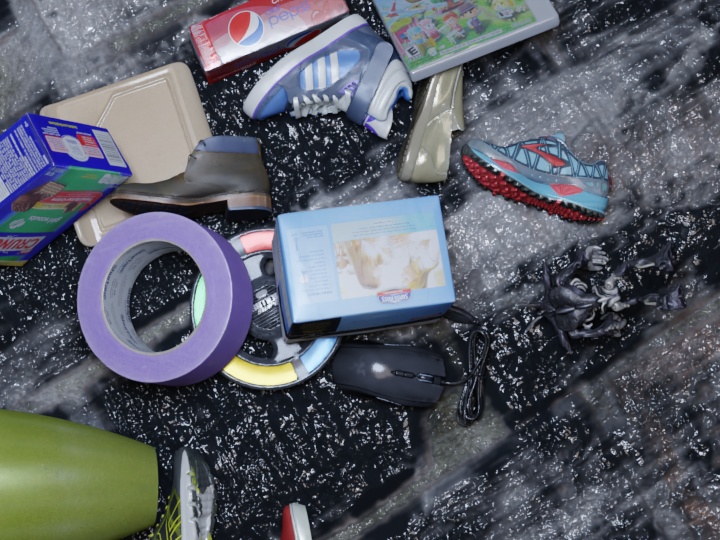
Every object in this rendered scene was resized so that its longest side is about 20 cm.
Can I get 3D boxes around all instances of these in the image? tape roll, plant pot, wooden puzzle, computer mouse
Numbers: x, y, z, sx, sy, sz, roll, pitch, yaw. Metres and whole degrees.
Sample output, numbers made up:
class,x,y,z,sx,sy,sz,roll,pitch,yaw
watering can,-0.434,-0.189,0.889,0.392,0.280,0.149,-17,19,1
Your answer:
class,x,y,z,sx,sy,sz,roll,pitch,yaw
tape roll,-0.234,0.036,1.630,0.197,0.085,0.204,-2,82,14
plant pot,-0.342,0.256,1.594,0.197,0.187,0.191,1,84,-17
wooden puzzle,-0.282,-0.145,1.698,0.197,0.037,0.188,-18,85,-9
computer mouse,0.069,0.103,1.673,0.197,0.046,0.143,15,84,0

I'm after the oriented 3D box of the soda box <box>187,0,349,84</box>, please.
class,x,y,z,sx,sy,sz,roll,pitch,yaw
soda box,-0.115,-0.306,1.699,0.197,0.070,0.064,-23,86,-4

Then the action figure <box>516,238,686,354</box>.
class,x,y,z,sx,sy,sz,roll,pitch,yaw
action figure,0.297,0.031,1.664,0.197,0.102,0.121,-14,93,23

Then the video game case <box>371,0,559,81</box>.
class,x,y,z,sx,sy,sz,roll,pitch,yaw
video game case,0.123,-0.339,1.694,0.197,0.022,0.184,-22,57,-3

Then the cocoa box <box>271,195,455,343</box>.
class,x,y,z,sx,sy,sz,roll,pitch,yaw
cocoa box,0.000,0.000,1.610,0.197,0.131,0.136,-7,78,-9

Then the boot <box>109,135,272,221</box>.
class,x,y,z,sx,sy,sz,roll,pitch,yaw
boot,-0.207,-0.115,1.653,0.197,0.075,0.099,2,76,-17

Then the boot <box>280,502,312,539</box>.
class,x,y,z,sx,sy,sz,roll,pitch,yaw
boot,-0.123,0.383,1.628,0.142,0.072,0.204,0,87,0

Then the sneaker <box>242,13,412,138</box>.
class,x,y,z,sx,sy,sz,roll,pitch,yaw
sneaker,-0.030,-0.211,1.686,0.199,0.081,0.147,-37,82,-10

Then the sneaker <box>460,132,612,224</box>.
class,x,y,z,sx,sy,sz,roll,pitch,yaw
sneaker,0.221,-0.131,1.697,0.197,0.079,0.097,21,74,-8

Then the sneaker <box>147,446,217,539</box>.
class,x,y,z,sx,sy,sz,roll,pitch,yaw
sneaker,-0.222,0.314,1.628,0.083,0.074,0.203,-9,73,18

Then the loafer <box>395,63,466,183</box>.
class,x,y,z,sx,sy,sz,roll,pitch,yaw
loafer,0.101,-0.197,1.695,0.067,0.076,0.203,21,81,-10

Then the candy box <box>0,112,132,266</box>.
class,x,y,z,sx,sy,sz,roll,pitch,yaw
candy box,-0.395,-0.090,1.587,0.199,0.169,0.078,-34,77,19

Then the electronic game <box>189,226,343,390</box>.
class,x,y,z,sx,sy,sz,roll,pitch,yaw
electronic game,-0.113,0.047,1.676,0.196,0.042,0.204,0,84,-1
